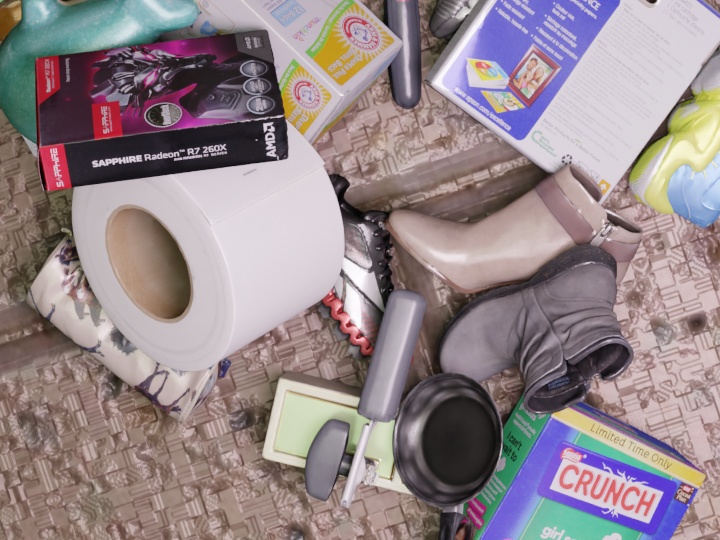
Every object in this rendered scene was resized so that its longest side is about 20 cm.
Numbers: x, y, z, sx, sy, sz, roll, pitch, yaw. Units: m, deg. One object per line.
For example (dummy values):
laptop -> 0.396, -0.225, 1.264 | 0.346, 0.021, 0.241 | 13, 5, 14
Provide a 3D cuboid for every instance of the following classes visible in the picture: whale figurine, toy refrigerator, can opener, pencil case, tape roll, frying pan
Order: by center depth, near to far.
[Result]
frying pan -> 0.089, 0.179, 1.600 | 0.115, 0.031, 0.191 | -32, 64, 28
whale figurine -> -0.228, -0.179, 1.603 | 0.200, 0.104, 0.159 | -35, 113, 30
tape roll -> -0.132, -0.032, 1.608 | 0.202, 0.139, 0.204 | 26, 130, 35
can opener -> 0.006, 0.110, 1.628 | 0.066, 0.053, 0.201 | 20, 92, 5
can opener -> 0.038, -0.244, 1.665 | 0.078, 0.063, 0.201 | 0, 93, 5
toy refrigerator -> 0.018, 0.152, 1.687 | 0.199, 0.070, 0.076 | 14, 94, 4
pencil case -> -0.211, 0.046, 1.700 | 0.200, 0.078, 0.090 | 37, 88, 2

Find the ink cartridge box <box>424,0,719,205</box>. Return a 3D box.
ink cartridge box -> 0.189, -0.190, 1.634 | 0.197, 0.047, 0.200 | 35, 93, -17

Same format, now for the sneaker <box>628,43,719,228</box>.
sneaker -> 0.328, -0.125, 1.646 | 0.105, 0.076, 0.200 | 35, 103, -9

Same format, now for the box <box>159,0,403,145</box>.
box -> -0.080, -0.212, 1.638 | 0.200, 0.112, 0.101 | 44, 135, 2

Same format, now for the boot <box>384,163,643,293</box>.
boot -> 0.141, -0.036, 1.645 | 0.200, 0.070, 0.146 | 33, 118, -16

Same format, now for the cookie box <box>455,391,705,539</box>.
cookie box -> 0.178, 0.221, 1.641 | 0.171, 0.075, 0.201 | 26, 96, -22

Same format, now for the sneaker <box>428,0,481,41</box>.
sneaker -> 0.104, -0.300, 1.652 | 0.090, 0.066, 0.201 | 33, 92, -3

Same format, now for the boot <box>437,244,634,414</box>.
boot -> 0.141, 0.072, 1.599 | 0.070, 0.132, 0.200 | 33, 126, -26

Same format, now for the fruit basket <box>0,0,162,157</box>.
fruit basket -> -0.262, -0.231, 1.697 | 0.185, 0.094, 0.201 | -27, 106, 7

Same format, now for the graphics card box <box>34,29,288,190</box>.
graphics card box -> -0.163, -0.131, 1.520 | 0.199, 0.126, 0.051 | -6, 131, -5

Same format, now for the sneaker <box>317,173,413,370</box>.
sneaker -> 0.000, 0.000, 1.679 | 0.098, 0.071, 0.201 | -33, 88, 9
